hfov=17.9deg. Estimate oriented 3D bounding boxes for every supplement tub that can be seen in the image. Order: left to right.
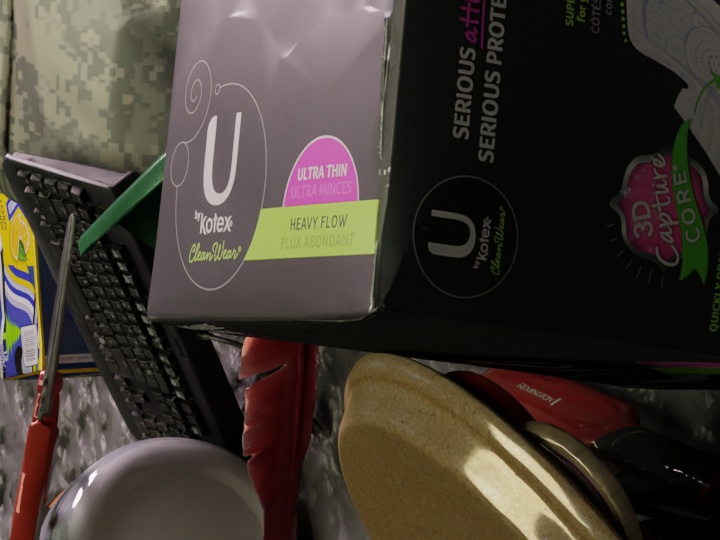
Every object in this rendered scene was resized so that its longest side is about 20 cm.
[{"bbox_3d":[-0.119,0.165,1.109,0.200,0.122,0.123,-40,58,55],"label":"supplement tub"}]

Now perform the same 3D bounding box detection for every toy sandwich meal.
[{"bbox_3d":[0.072,0.095,0.721,0.205,0.070,0.205,46,161,21],"label":"toy sandwich meal"}]

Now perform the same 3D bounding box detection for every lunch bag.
[{"bbox_3d":[-0.100,-0.116,1.048,0.168,0.139,0.200,23,115,40],"label":"lunch bag"}]

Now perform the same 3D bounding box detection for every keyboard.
[{"bbox_3d":[-0.085,0.030,1.039,0.127,0.021,0.200,11,141,30],"label":"keyboard"}]

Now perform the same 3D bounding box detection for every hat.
[{"bbox_3d":[0.000,0.000,0.914,0.176,0.166,0.200,47,127,-4],"label":"hat"}]

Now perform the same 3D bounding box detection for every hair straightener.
[{"bbox_3d":[0.109,0.085,0.808,0.200,0.041,0.077,13,129,54],"label":"hair straightener"}]

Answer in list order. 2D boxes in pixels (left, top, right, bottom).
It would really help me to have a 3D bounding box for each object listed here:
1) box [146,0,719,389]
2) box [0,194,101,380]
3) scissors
[{"bbox_3d":[0.057,-0.032,0.699,0.148,0.200,0.125,-5,78,60],"label":"box"},{"bbox_3d":[-0.157,-0.044,1.216,0.064,0.070,0.200,-12,81,61],"label":"box"},{"bbox_3d":[-0.132,0.061,0.963,0.200,0.014,0.073,109,173,-53],"label":"scissors"}]
